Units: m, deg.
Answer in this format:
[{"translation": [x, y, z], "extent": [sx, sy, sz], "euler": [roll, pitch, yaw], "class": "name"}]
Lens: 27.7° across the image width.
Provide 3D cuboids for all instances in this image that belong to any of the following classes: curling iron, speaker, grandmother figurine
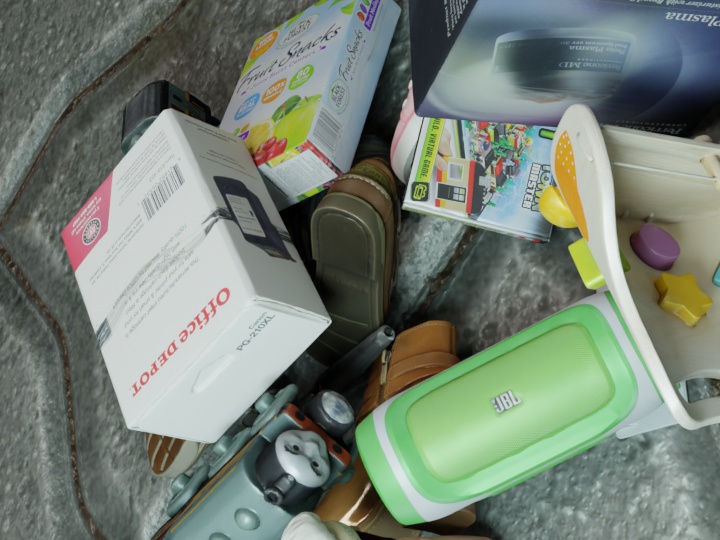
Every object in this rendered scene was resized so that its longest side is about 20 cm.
[{"translation": [-0.033, 0.088, 1.123], "extent": [0.200, 0.050, 0.026], "euler": [-34, 47, 48], "class": "curling iron"}, {"translation": [0.100, 0.089, 0.944], "extent": [0.200, 0.088, 0.089], "euler": [-28, 54, 8], "class": "speaker"}, {"translation": [0.023, 0.192, 0.948], "extent": [0.121, 0.200, 0.061], "euler": [11, 83, 45], "class": "grandmother figurine"}]

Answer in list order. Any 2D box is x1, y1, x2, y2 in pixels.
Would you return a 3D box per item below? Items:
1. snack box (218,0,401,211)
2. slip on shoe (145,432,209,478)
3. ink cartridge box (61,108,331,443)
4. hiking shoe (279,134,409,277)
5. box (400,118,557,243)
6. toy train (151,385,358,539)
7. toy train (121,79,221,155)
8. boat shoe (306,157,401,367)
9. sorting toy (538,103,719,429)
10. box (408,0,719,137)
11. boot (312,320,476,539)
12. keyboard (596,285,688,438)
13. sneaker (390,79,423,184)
[{"translation": [-0.052, -0.136, 1.198], "extent": [0.142, 0.053, 0.200], "euler": [-22, 38, 39], "class": "snack box"}, {"translation": [-0.123, 0.108, 1.226], "extent": [0.200, 0.061, 0.076], "euler": [-59, 40, 37], "class": "slip on shoe"}, {"translation": [-0.126, 0.005, 1.076], "extent": [0.145, 0.084, 0.200], "euler": [-46, 49, 23], "class": "ink cartridge box"}, {"translation": [-0.035, -0.013, 1.171], "extent": [0.200, 0.076, 0.101], "euler": [-49, 44, 18], "class": "hiking shoe"}, {"translation": [0.105, -0.129, 1.050], "extent": [0.035, 0.110, 0.200], "euler": [125, 158, -88], "class": "box"}, {"translation": [-0.080, 0.163, 1.009], "extent": [0.200, 0.085, 0.114], "euler": [-44, 7, 30], "class": "toy train"}, {"translation": [-0.154, -0.074, 1.266], "extent": [0.085, 0.114, 0.200], "euler": [-37, 38, 30], "class": "toy train"}, {"translation": [0.000, 0.000, 1.088], "extent": [0.068, 0.072, 0.200], "euler": [-58, -11, -36], "class": "boat shoe"}, {"translation": [0.203, 0.012, 0.867], "extent": [0.107, 0.200, 0.180], "euler": [-49, 45, 45], "class": "sorting toy"}, {"translation": [0.150, -0.182, 0.916], "extent": [0.198, 0.200, 0.123], "euler": [120, 150, -66], "class": "box"}, {"translation": [0.007, 0.135, 1.080], "extent": [0.200, 0.077, 0.155], "euler": [-37, 44, 42], "class": "boot"}, {"translation": [0.187, 0.012, 0.996], "extent": [0.056, 0.011, 0.200], "euler": [-19, 63, 33], "class": "keyboard"}, {"translation": [0.069, -0.162, 1.125], "extent": [0.105, 0.075, 0.200], "euler": [34, 92, 41], "class": "sneaker"}]
